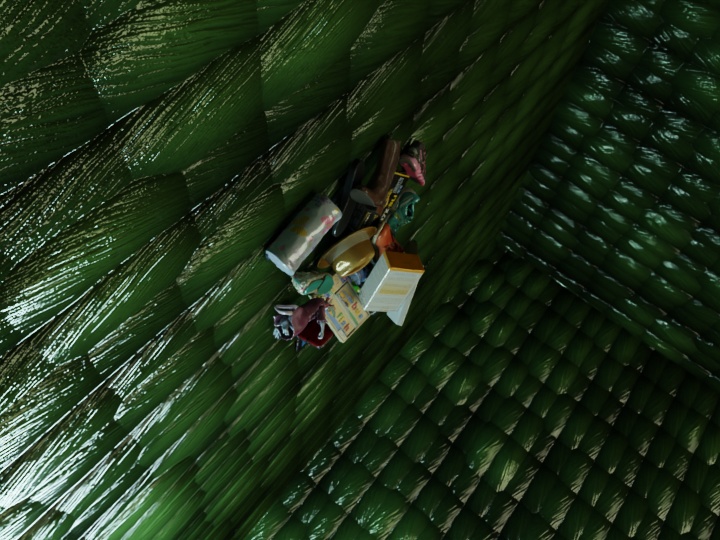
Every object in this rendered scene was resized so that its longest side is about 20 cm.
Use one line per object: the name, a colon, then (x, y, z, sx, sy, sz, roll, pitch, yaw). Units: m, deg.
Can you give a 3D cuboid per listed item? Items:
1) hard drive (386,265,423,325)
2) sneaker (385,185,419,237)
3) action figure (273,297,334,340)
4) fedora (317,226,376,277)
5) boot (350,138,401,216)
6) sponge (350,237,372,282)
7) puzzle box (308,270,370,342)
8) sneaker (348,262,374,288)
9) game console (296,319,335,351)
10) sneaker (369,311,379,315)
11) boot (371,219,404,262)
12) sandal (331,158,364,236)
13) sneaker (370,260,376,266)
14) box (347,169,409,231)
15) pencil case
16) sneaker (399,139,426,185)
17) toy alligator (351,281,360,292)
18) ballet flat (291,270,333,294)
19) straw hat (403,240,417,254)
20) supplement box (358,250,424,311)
hard drive: (0.144, 0.066, 1.759, 0.132, 0.026, 0.203, -138, -112, -76)
sneaker: (0.133, -0.179, 1.783, 0.077, 0.079, 0.202, -34, 155, -47)
action figure: (-0.162, 0.117, 1.546, 0.199, 0.133, 0.151, -31, 127, -33)
fedora: (-0.024, -0.043, 1.528, 0.199, 0.082, 0.201, -32, 169, -7)
boot: (0.047, -0.260, 1.383, 0.186, 0.063, 0.203, 34, 76, -73)
sponge: (-0.012, -0.041, 1.743, 0.201, 0.030, 0.111, -57, 161, 12)
puzzle box: (-0.062, 0.108, 1.685, 0.133, 0.025, 0.201, -44, 119, -21)
sneaker: (0.000, 0.000, 1.691, 0.082, 0.074, 0.200, -48, 169, -3)
game console: (-0.111, 0.197, 1.800, 0.200, 0.171, 0.120, -44, 134, -29)
sneaker: (-0.006, 0.120, 1.838, 0.073, 0.081, 0.199, 10, 163, -37)
boot: (0.092, -0.078, 1.647, 0.076, 0.106, 0.201, -60, 162, -22)
sandal: (-0.040, -0.187, 1.383, 0.075, 0.047, 0.203, -13, 123, -67)
sneaker: (0.058, -0.040, 1.846, 0.074, 0.081, 0.202, -36, 155, -45)
box: (0.052, -0.205, 1.577, 0.202, 0.049, 0.159, -59, 164, 16)
pencil case: (-0.129, -0.084, 1.261, 0.201, 0.083, 0.091, -51, 156, -11)
sneaker: (0.174, -0.328, 1.641, 0.096, 0.078, 0.200, -64, 165, -6)
toy alligator: (-0.002, 0.059, 1.903, 0.054, 0.059, 0.200, -44, 161, -11)
ballet flat: (-0.131, 0.026, 1.500, 0.076, 0.064, 0.200, -55, 165, 7)
straw hat: (0.107, -0.018, 1.782, 0.201, 0.084, 0.204, -161, -90, -77)
supplement box: (0.092, 0.036, 1.656, 0.124, 0.074, 0.201, 5, 135, -29)
